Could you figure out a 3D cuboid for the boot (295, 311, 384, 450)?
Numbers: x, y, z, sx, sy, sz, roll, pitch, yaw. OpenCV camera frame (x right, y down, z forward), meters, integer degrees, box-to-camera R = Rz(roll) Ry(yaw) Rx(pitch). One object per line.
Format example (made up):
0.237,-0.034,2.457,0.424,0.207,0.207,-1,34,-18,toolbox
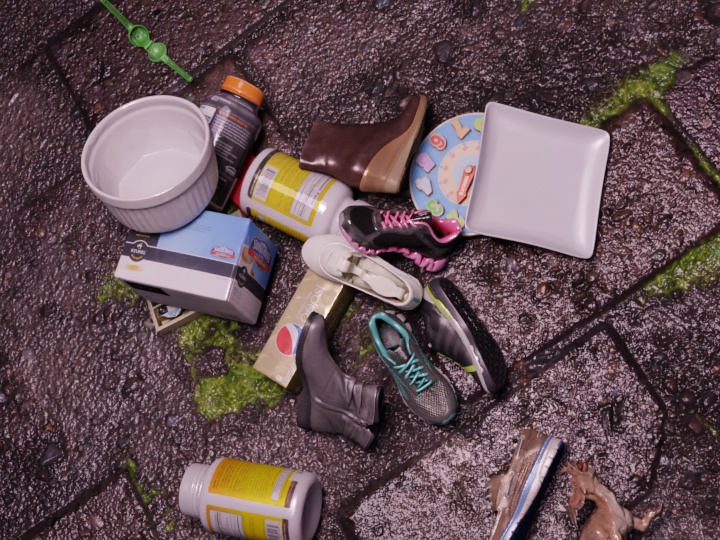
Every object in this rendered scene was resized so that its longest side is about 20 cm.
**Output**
-0.025,0.159,1.672,0.129,0.070,0.203,12,122,20,boot

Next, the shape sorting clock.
0.169,-0.149,1.752,0.196,0.039,0.204,-4,73,15,shape sorting clock

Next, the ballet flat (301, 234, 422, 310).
0.000,0.000,1.680,0.197,0.069,0.070,26,83,10,ballet flat

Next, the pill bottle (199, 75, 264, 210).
-0.225,-0.207,1.831,0.105,0.106,0.203,23,84,21,pill bottle

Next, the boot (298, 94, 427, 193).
0.008,-0.213,1.761,0.164,0.073,0.202,17,57,9,boot

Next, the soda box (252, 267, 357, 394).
-0.080,0.082,1.748,0.067,0.064,0.202,27,84,22,soda box

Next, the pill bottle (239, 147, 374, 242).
-0.079,-0.101,1.769,0.198,0.111,0.113,27,83,14,pill bottle

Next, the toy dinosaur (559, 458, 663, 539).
0.323,0.360,1.543,0.134,0.085,0.204,13,95,30,toy dinosaur

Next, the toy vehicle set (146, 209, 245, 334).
-0.257,0.003,1.842,0.198,0.027,0.126,-27,69,8,toy vehicle set

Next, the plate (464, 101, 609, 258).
0.261,-0.131,1.694,0.196,0.032,0.203,13,76,-5,plate

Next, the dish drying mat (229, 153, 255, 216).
-0.222,-0.182,1.890,0.077,0.018,0.200,-45,68,1,dish drying mat

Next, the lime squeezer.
-0.363,-0.394,1.970,0.200,0.071,0.038,43,70,-7,lime squeezer

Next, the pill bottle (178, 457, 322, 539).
-0.162,0.337,1.675,0.196,0.109,0.111,7,76,18,pill bottle

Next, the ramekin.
-0.304,-0.151,1.702,0.196,0.106,0.203,-6,55,9,ramekin

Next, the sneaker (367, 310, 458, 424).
0.068,0.139,1.672,0.077,0.091,0.201,-39,68,4,sneaker

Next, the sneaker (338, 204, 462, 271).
0.063,-0.066,1.677,0.095,0.197,0.080,-44,42,46,sneaker

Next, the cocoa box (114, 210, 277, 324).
-0.250,-0.015,1.758,0.197,0.133,0.133,11,75,19,cocoa box

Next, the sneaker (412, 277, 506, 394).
0.141,0.105,1.686,0.083,0.071,0.202,-42,64,27,sneaker

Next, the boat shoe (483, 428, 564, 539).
0.212,0.316,1.596,0.072,0.072,0.202,23,72,26,boat shoe
